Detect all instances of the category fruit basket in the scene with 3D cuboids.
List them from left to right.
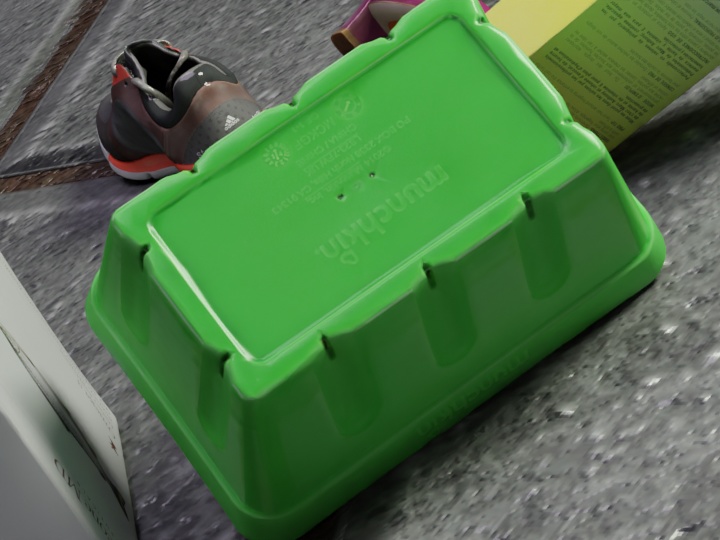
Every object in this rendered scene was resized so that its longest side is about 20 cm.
[{"bbox_3d":[0.000,0.000,0.889,0.215,0.156,0.216,-33,-22,-15],"label":"fruit basket"}]

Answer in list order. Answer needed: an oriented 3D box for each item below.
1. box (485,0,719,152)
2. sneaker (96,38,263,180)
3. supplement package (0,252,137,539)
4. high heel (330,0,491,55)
[{"bbox_3d":[0.136,-0.127,0.939,0.200,0.075,0.050,-40,38,26],"label":"box"},{"bbox_3d":[-0.106,-0.100,1.267,0.077,0.082,0.200,-38,23,-18],"label":"sneaker"},{"bbox_3d":[-0.167,0.083,0.902,0.117,0.117,0.200,-30,22,1],"label":"supplement package"},{"bbox_3d":[0.052,-0.146,1.185,0.096,0.067,0.200,-46,11,-9],"label":"high heel"}]
